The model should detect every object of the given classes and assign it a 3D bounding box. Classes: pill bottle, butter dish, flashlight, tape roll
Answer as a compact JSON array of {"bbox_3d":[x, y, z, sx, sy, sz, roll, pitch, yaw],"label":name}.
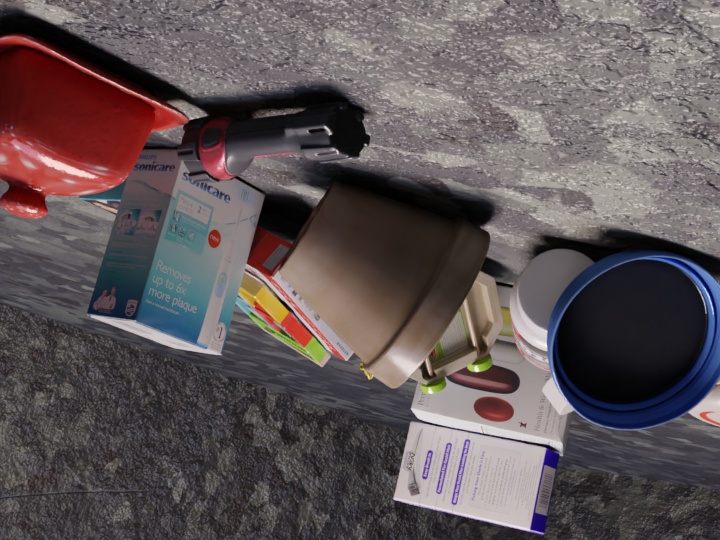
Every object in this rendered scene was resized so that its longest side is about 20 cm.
[{"bbox_3d":[0.229,0.046,1.406,0.114,0.114,0.200,11,168,12],"label":"pill bottle"},{"bbox_3d":[-0.300,-0.121,1.159,0.199,0.148,0.200,25,164,-39],"label":"butter dish"},{"bbox_3d":[-0.081,-0.118,1.133,0.200,0.068,0.068,-1,124,39],"label":"flashlight"},{"bbox_3d":[0.301,0.095,1.416,0.037,0.203,0.203,55,178,16],"label":"tape roll"}]

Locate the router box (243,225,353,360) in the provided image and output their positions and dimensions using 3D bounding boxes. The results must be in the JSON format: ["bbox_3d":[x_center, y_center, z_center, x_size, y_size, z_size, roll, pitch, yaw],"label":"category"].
[{"bbox_3d":[-0.103,0.013,1.529,0.179,0.049,0.200,28,164,42],"label":"router box"}]

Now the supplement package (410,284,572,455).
[{"bbox_3d":[0.192,0.128,1.640,0.200,0.191,0.147,11,167,13],"label":"supplement package"}]

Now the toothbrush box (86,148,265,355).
[{"bbox_3d":[-0.206,-0.020,1.390,0.085,0.200,0.146,4,164,37],"label":"toothbrush box"}]

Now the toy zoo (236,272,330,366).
[{"bbox_3d":[-0.130,0.040,1.540,0.131,0.020,0.200,27,164,43],"label":"toy zoo"}]

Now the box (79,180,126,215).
[{"bbox_3d":[-0.250,-0.078,1.540,0.082,0.049,0.200,5,165,37],"label":"box"}]

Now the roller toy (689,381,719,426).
[{"bbox_3d":[0.474,0.126,1.432,0.182,0.140,0.200,7,166,27],"label":"roller toy"}]

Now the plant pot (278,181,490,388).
[{"bbox_3d":[0.015,-0.003,1.317,0.173,0.200,0.200,33,166,-6],"label":"plant pot"}]

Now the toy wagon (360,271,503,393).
[{"bbox_3d":[0.080,0.070,1.472,0.200,0.155,0.040,-23,-157,-21],"label":"toy wagon"}]

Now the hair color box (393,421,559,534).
[{"bbox_3d":[0.153,0.274,1.623,0.200,0.109,0.065,8,168,28],"label":"hair color box"}]

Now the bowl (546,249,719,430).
[{"bbox_3d":[0.292,0.071,1.288,0.200,0.201,0.039,17,-163,-14],"label":"bowl"}]
